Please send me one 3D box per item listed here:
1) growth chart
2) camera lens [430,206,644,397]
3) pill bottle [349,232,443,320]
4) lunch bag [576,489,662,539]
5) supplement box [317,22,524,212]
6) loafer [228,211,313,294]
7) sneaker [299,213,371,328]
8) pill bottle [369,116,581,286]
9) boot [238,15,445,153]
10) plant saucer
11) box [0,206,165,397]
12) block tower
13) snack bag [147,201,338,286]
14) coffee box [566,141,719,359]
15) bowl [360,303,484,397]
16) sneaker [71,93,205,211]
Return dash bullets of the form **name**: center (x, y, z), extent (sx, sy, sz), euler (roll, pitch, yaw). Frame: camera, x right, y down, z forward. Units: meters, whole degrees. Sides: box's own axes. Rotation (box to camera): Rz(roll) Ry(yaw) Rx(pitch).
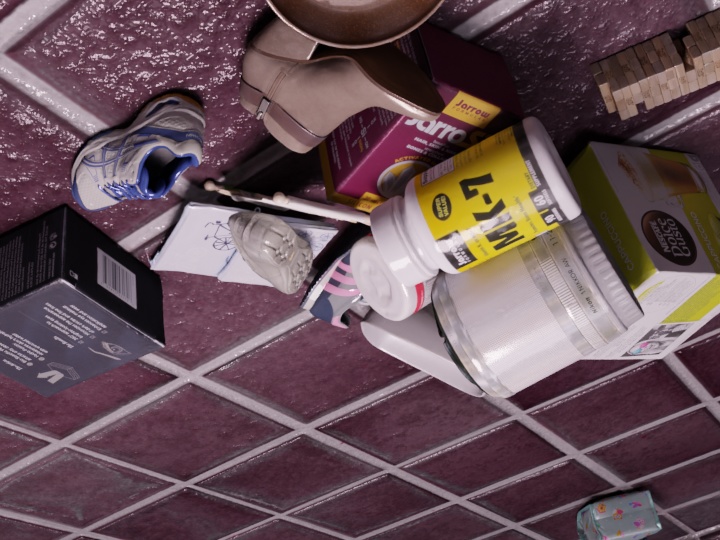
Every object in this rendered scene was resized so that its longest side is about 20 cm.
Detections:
- **growth chart**: center (-0.078, -0.076, 1.018), extent (0.144, 0.018, 0.200), euler (10, -177, -34)
- **camera lens**: center (0.191, 0.036, 0.984), extent (0.200, 0.160, 0.160), euler (-31, 141, 16)
- **pill bottle**: center (0.094, -0.030, 1.096), extent (0.200, 0.111, 0.111), euler (-31, 154, -28)
- **lunch bag**: center (0.651, 0.646, 2.244), extent (0.170, 0.122, 0.200), euler (-11, 153, -5)
- **supplement box**: center (0.060, -0.156, 0.971), extent (0.131, 0.103, 0.200), euler (15, 137, -31)
- **loafer**: center (-0.106, -0.024, 1.060), extent (0.070, 0.070, 0.200), euler (26, 166, 15)
- **sneaker**: center (0.000, 0.000, 1.177), extent (0.082, 0.070, 0.200), euler (34, 129, -9)
- **pill bottle**: center (0.118, -0.066, 0.924), extent (0.200, 0.115, 0.114), euler (-27, 142, 19)
- **boot**: center (-0.029, -0.173, 0.882), extent (0.200, 0.070, 0.146), euler (41, 131, 5)
- **plant saucer**: center (-0.003, -0.298, 0.773), extent (0.200, 0.037, 0.201), euler (-8, 126, -11)
- **box**: center (-0.388, 0.047, 1.119), extent (0.199, 0.118, 0.197), euler (-23, 144, 15)
- **block tower**: center (0.366, -0.237, 0.984), extent (0.199, 0.054, 0.058), euler (-22, 144, 17)
- **snack bag**: center (-0.154, -0.028, 1.133), extent (0.199, 0.021, 0.189), euler (9, 152, -25)
- **coffee box**: center (0.345, -0.020, 1.140), extent (0.197, 0.200, 0.200), euler (2, 144, -30)
- **bowl**: center (0.107, 0.103, 1.283), extent (0.199, 0.075, 0.200), euler (26, 167, 13)
- **sneaker**: center (-0.250, -0.110, 0.964), extent (0.200, 0.088, 0.075), euler (-32, 142, 29)
